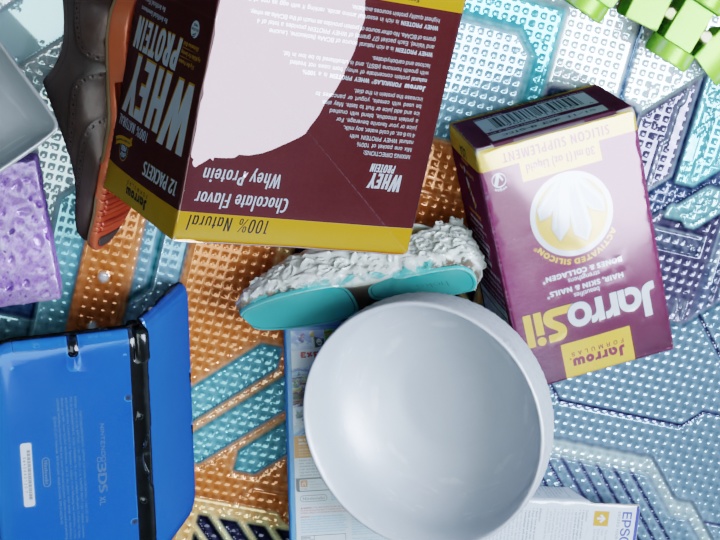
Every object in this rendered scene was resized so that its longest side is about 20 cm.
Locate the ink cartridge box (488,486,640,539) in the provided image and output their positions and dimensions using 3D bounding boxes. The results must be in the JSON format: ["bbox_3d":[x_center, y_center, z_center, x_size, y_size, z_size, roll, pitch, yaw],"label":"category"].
[{"bbox_3d":[0.129,0.283,1.399,0.197,0.043,0.199,4,103,-11],"label":"ink cartridge box"}]

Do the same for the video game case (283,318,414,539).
[{"bbox_3d":[0.010,0.140,1.326,0.141,0.018,0.203,-2,95,-6],"label":"video game case"}]

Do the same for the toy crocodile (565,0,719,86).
[{"bbox_3d":[0.216,-0.212,1.262,0.199,0.062,0.068,29,101,-12],"label":"toy crocodile"}]

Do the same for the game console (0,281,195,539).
[{"bbox_3d":[-0.200,0.125,1.244,0.169,0.118,0.203,-6,107,-18],"label":"game console"}]

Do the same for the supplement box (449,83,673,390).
[{"bbox_3d":[0.156,-0.028,1.279,0.129,0.103,0.202,-16,109,-5],"label":"supplement box"}]

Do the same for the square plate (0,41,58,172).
[{"bbox_3d":[-0.342,-0.118,1.166,0.197,0.028,0.201,-36,78,0],"label":"square plate"}]

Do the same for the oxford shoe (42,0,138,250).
[{"bbox_3d":[-0.199,-0.117,1.222,0.072,0.071,0.202,14,107,15],"label":"oxford shoe"}]

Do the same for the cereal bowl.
[{"bbox_3d":[0.060,0.109,1.260,0.198,0.083,0.203,7,106,24],"label":"cereal bowl"}]

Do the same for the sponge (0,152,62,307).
[{"bbox_3d":[-0.333,-0.020,1.237,0.197,0.030,0.113,-8,108,-7],"label":"sponge"}]

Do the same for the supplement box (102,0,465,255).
[{"bbox_3d":[-0.057,-0.130,1.165,0.195,0.133,0.202,3,107,-33],"label":"supplement box"}]

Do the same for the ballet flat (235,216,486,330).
[{"bbox_3d":[0.000,0.000,1.281,0.197,0.072,0.073,-9,108,5],"label":"ballet flat"}]
